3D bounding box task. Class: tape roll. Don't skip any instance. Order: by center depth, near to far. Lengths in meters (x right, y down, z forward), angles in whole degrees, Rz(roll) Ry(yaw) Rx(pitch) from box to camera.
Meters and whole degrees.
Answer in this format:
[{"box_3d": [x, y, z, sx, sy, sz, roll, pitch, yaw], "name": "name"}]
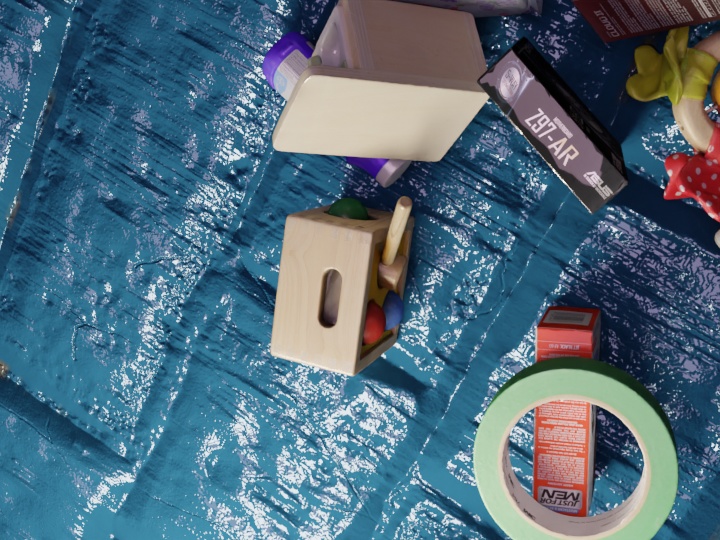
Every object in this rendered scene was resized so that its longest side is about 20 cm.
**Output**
[{"box_3d": [0.214, 0.190, 0.908, 0.198, 0.048, 0.203, 3, 99, 17], "name": "tape roll"}]

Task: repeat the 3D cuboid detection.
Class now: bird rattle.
[{"box_3d": [0.360, -0.159, 0.890, 0.162, 0.113, 0.202, -27, 92, 6], "name": "bird rattle"}]

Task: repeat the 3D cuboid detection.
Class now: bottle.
[{"box_3d": [-0.026, -0.180, 1.034, 0.065, 0.084, 0.200, -43, 83, -6], "name": "bottle"}]

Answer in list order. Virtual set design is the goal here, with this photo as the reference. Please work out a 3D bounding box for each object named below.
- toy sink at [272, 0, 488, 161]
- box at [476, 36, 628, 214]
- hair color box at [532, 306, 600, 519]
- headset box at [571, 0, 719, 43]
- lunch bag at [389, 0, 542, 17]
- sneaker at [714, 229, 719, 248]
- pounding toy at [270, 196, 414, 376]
[{"box_3d": [0.011, -0.198, 0.930, 0.130, 0.198, 0.113, 128, 137, -56], "name": "toy sink"}, {"box_3d": [0.190, -0.149, 0.884, 0.043, 0.200, 0.160, -41, 93, 22], "name": "box"}, {"box_3d": [0.224, 0.149, 0.981, 0.063, 0.111, 0.203, 4, 101, 18], "name": "hair color box"}, {"box_3d": [0.294, -0.306, 0.838, 0.199, 0.077, 0.150, -2, 65, 44], "name": "headset box"}, {"box_3d": [0.106, -0.368, 0.929, 0.168, 0.127, 0.203, 1, 88, 22], "name": "lunch bag"}, {"box_3d": [0.459, -0.046, 0.845, 0.200, 0.077, 0.147, 20, 120, -7], "name": "sneaker"}, {"box_3d": [0.000, 0.000, 1.000, 0.141, 0.184, 0.202, 12, 103, 18], "name": "pounding toy"}]
